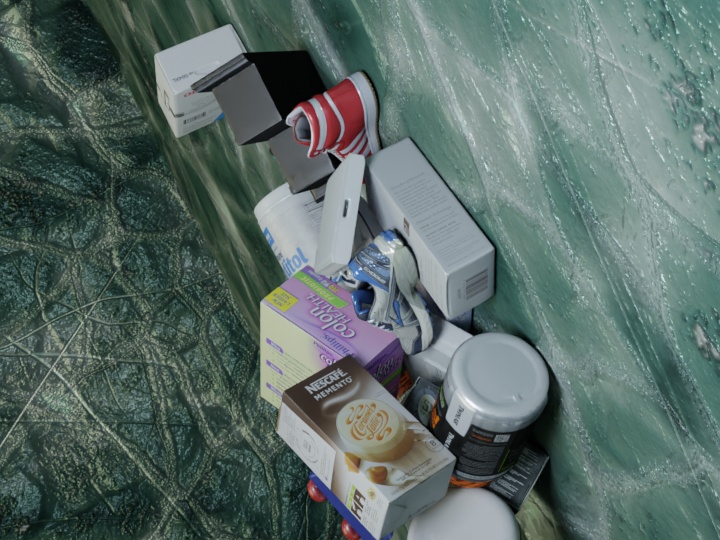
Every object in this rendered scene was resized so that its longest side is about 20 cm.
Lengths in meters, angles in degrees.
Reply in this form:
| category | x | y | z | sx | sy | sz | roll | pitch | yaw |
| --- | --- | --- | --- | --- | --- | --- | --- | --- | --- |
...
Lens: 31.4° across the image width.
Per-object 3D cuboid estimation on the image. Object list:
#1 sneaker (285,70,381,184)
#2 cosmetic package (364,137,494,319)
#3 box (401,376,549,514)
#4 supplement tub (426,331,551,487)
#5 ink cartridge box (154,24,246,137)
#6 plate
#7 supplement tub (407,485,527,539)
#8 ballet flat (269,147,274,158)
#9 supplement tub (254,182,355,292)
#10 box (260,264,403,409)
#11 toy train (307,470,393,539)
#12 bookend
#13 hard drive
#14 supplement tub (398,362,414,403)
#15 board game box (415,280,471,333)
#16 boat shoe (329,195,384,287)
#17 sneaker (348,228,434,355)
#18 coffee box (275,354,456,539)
| category | x | y | z | sx | sy | sz | roll | pitch | yaw |
| --- | --- | --- | --- | --- | --- | --- | --- | --- | --- |
| sneaker | -0.034 | -0.166 | 1.666 | 0.071 | 0.112 | 0.200 | 55 | 165 | 31 |
| cosmetic package | 0.081 | -0.052 | 1.538 | 0.200 | 0.074 | 0.102 | 53 | 164 | 32 |
| box | 0.133 | 0.247 | 1.713 | 0.199 | 0.086 | 0.164 | 31 | 161 | 8 |
| supplement tub | 0.148 | 0.174 | 1.539 | 0.123 | 0.122 | 0.200 | 56 | 153 | 27 |
| ink cartridge box | -0.271 | -0.325 | 2.206 | 0.085 | 0.145 | 0.200 | 62 | 166 | 11 |
| plate | 0.116 | 0.133 | 1.699 | 0.200 | 0.032 | 0.200 | 29 | 152 | 37 |
| supplement tub | 0.152 | 0.378 | 1.645 | 0.146 | 0.145 | 0.200 | 53 | 175 | 38 |
| ballet flat | -0.078 | -0.190 | 1.922 | 0.200 | 0.068 | 0.069 | 27 | 133 | 52 |
| supplement tub | -0.067 | -0.037 | 2.012 | 0.201 | 0.132 | 0.132 | 60 | 167 | 11 |
| box | -0.041 | 0.127 | 1.739 | 0.176 | 0.097 | 0.201 | 33 | 142 | 25 |
| toy train | 0.033 | 0.297 | 1.647 | 0.084 | 0.116 | 0.200 | -25 | 110 | 47 |
| bookend | -0.104 | -0.187 | 1.729 | 0.201 | 0.092 | 0.199 | 63 | -156 | 0 |
| hard drive | -0.028 | -0.066 | 1.611 | 0.200 | 0.026 | 0.133 | 154 | 125 | -81 |
| supplement tub | 0.095 | 0.189 | 1.883 | 0.200 | 0.107 | 0.107 | 54 | 164 | 32 |
| board game box | 0.080 | 0.008 | 1.719 | 0.199 | 0.043 | 0.200 | 57 | 165 | 28 |
| boat shoe | -0.002 | -0.001 | 1.729 | 0.075 | 0.086 | 0.203 | 41 | 153 | 58 |
| sneaker | 0.030 | 0.038 | 1.580 | 0.077 | 0.085 | 0.201 | 51 | 165 | 46 |
| coffee box | 0.003 | 0.211 | 1.551 | 0.200 | 0.114 | 0.080 | 42 | 141 | 29 |
